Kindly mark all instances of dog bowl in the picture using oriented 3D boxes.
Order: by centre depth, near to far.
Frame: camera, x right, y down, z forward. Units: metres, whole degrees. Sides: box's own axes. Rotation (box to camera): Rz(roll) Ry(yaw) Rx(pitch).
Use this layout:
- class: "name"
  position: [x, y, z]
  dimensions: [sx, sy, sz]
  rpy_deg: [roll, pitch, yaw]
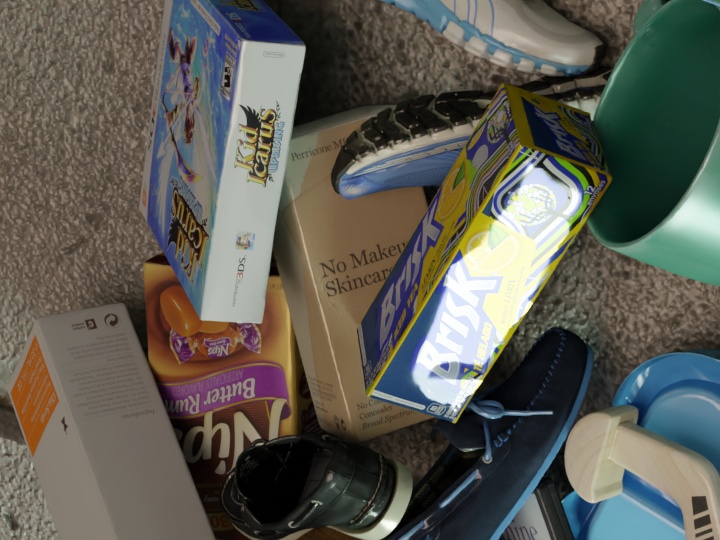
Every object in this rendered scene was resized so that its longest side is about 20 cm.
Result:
- class: "dog bowl"
  position: [0.199, 0.136, 1.316]
  dimensions: [0.111, 0.050, 0.200]
  rpy_deg: [31, 116, 17]

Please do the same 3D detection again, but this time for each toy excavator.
- class: "toy excavator"
  position: [0.223, 0.177, 1.236]
  dimensions: [0.194, 0.100, 0.201]
  rpy_deg: [-7, 90, 39]

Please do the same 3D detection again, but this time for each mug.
- class: "mug"
  position: [0.216, -0.082, 1.180]
  dimensions: [0.152, 0.114, 0.186]
  rpy_deg: [-21, 53, 64]

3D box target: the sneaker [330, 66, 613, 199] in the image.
- class: "sneaker"
  position: [0.081, -0.063, 1.275]
  dimensions: [0.199, 0.079, 0.089]
  rpy_deg: [-9, 111, 0]

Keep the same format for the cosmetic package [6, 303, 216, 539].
- class: "cosmetic package"
  position: [-0.175, 0.135, 1.438]
  dimensions: [0.200, 0.071, 0.102]
  rpy_deg: [65, 148, 25]

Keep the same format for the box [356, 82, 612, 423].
- class: "box"
  position: [0.070, -0.007, 1.235]
  dimensions: [0.064, 0.070, 0.200]
  rpy_deg: [18, 123, -19]

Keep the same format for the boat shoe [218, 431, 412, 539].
- class: "boat shoe"
  position: [-0.048, 0.136, 1.328]
  dimensions: [0.199, 0.066, 0.075]
  rpy_deg: [1, 65, 59]

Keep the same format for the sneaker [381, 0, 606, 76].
- class: "sneaker"
  position: [0.068, -0.188, 1.281]
  dimensions: [0.200, 0.075, 0.087]
  rpy_deg: [30, 110, 17]

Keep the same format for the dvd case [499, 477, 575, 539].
- class: "dvd case"
  position: [0.112, 0.232, 1.369]
  dimensions: [0.143, 0.018, 0.201]
  rpy_deg: [-11, 100, 58]

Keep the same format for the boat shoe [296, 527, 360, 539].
- class: "boat shoe"
  position: [0.035, 0.208, 1.367]
  dimensions: [0.200, 0.071, 0.069]
  rpy_deg: [17, 139, 36]

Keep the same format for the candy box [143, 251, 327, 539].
- class: "candy box"
  position: [-0.085, 0.088, 1.445]
  dimensions: [0.116, 0.056, 0.201]
  rpy_deg: [5, 108, 25]

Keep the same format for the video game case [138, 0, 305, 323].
- class: "video game case"
  position: [-0.094, -0.088, 1.333]
  dimensions: [0.045, 0.200, 0.182]
  rpy_deg: [2, 111, -19]

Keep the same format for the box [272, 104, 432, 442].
- class: "box"
  position: [0.000, 0.000, 1.342]
  dimensions: [0.078, 0.095, 0.201]
  rpy_deg: [-169, 62, -71]

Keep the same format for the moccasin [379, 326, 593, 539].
- class: "moccasin"
  position: [0.074, 0.115, 1.291]
  dimensions: [0.068, 0.080, 0.200]
  rpy_deg: [35, 75, -12]

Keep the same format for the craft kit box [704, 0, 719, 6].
- class: "craft kit box"
  position: [0.229, -0.175, 1.129]
  dimensions: [0.199, 0.197, 0.049]
  rpy_deg: [23, 110, 19]
